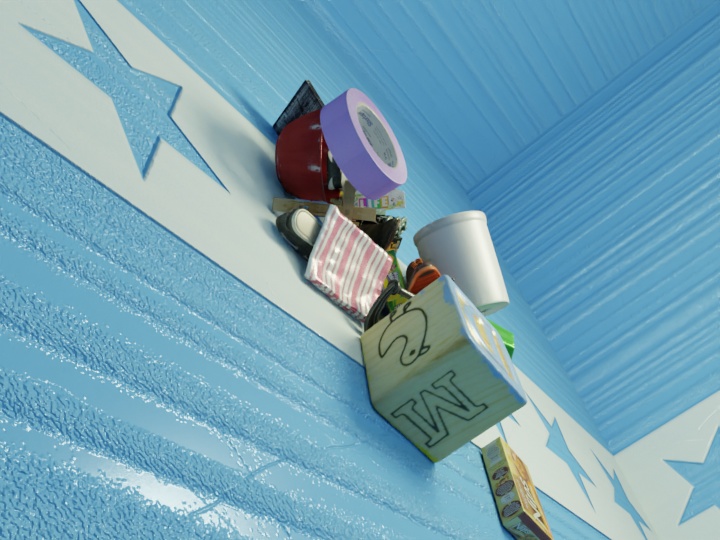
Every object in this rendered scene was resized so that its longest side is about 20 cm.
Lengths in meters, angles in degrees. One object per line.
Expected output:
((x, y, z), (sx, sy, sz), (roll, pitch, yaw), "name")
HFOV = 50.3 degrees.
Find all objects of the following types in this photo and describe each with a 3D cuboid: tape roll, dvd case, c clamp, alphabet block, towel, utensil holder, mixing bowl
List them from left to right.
((-0.105, -0.220, 1.509), (0.200, 0.106, 0.205), (1, 90, -81), "mixing bowl")
((-0.103, -0.282, 1.654), (0.016, 0.149, 0.202), (-14, 67, -48), "dvd case")
((-0.016, -0.008, 1.394), (0.200, 0.029, 0.149), (40, 59, -43), "towel")
((0.008, -0.237, 1.441), (0.200, 0.065, 0.202), (46, 27, -32), "tape roll")
((0.084, 0.070, 1.454), (0.027, 0.173, 0.198), (32, 9, 38), "c clamp")
((0.139, 0.169, 1.325), (0.197, 0.199, 0.197), (46, 17, -27), "alphabet block")
((0.218, -0.001, 1.657), (0.169, 0.167, 0.204), (19, 54, -64), "utensil holder")

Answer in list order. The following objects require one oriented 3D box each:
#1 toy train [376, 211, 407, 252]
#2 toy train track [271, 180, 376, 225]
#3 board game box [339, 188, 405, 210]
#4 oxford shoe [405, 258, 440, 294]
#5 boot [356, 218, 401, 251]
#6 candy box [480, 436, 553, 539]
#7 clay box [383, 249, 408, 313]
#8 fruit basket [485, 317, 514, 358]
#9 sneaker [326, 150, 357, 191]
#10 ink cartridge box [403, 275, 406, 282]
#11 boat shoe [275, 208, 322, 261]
((0.041, -0.077, 1.711), (0.084, 0.116, 0.199), (23, 10, 18), "toy train")
((-0.068, -0.114, 1.420), (0.196, 0.117, 0.032), (5, 10, -19), "toy train track")
((0.009, -0.157, 1.656), (0.200, 0.131, 0.035), (-135, -141, -74), "board game box")
((0.116, 0.009, 1.549), (0.200, 0.070, 0.074), (95, -25, -75), "oxford shoe")
((0.007, -0.072, 1.527), (0.096, 0.200, 0.076), (33, 62, -8), "boot")
((0.309, 0.443, 1.523), (0.116, 0.055, 0.201), (47, 18, -26), "candy box")
((0.079, 0.061, 1.589), (0.201, 0.047, 0.116), (-103, 175, -56), "clay box")
((0.197, 0.191, 1.553), (0.217, 0.214, 0.156), (52, 16, -4), "fruit basket")
((-0.018, -0.191, 1.490), (0.200, 0.078, 0.076), (-20, 112, -77), "sneaker")
((0.179, 0.012, 1.869), (0.084, 0.143, 0.200), (54, 16, 1), "ink cartridge box")
((-0.077, -0.043, 1.387), (0.200, 0.056, 0.068), (47, 56, -39), "boat shoe")
